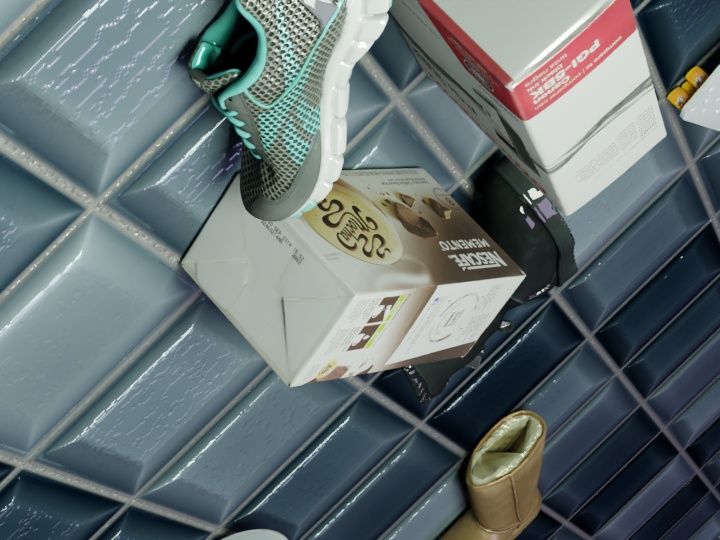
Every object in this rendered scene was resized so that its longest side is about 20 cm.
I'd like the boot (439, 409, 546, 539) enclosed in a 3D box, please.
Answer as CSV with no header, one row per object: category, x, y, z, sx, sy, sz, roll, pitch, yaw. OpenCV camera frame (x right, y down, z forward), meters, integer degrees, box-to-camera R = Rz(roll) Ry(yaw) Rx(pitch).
boot,0.119,0.240,1.807,0.175,0.066,0.200,-49,160,-17

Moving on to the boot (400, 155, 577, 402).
boot,0.080,0.012,1.347,0.162,0.073,0.198,-39,157,-3

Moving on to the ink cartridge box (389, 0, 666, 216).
ink cartridge box,0.085,-0.133,1.007,0.083,0.147,0.200,-42,156,-1

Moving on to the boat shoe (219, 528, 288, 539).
boat shoe,-0.128,0.286,1.481,0.200,0.070,0.066,-45,164,5

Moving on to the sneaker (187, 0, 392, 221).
sneaker,-0.052,-0.102,0.959,0.091,0.078,0.200,-11,140,-26

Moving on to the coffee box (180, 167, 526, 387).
coffee box,0.000,0.000,1.140,0.200,0.113,0.080,-5,136,-54

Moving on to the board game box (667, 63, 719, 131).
board game box,0.354,-0.198,1.479,0.200,0.026,0.200,-52,156,18
